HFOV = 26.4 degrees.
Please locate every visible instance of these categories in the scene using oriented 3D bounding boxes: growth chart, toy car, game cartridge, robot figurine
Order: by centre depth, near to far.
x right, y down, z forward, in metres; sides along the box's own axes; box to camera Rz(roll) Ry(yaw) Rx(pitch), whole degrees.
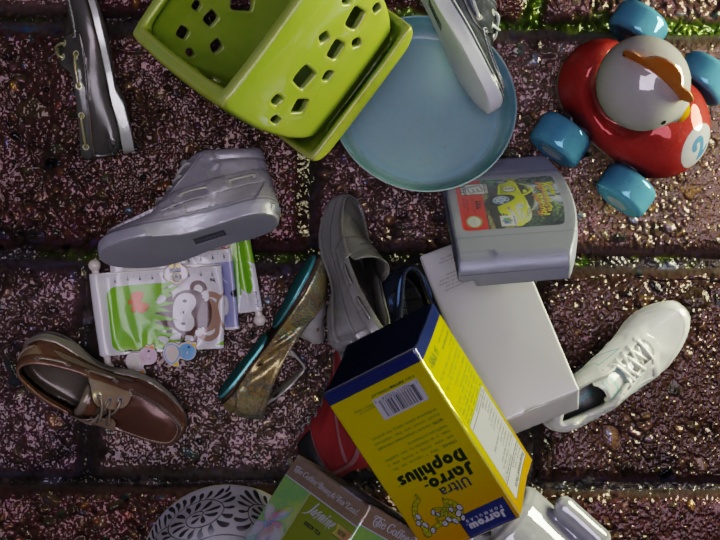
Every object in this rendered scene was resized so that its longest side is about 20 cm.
[{"bbox_3d":[0.296,-0.175,1.566,0.176,0.200,0.185,37,85,-4],"label":"toy car"},{"bbox_3d":[0.156,-0.057,1.592,0.132,0.201,0.041,-2,125,-3],"label":"game cartridge"},{"bbox_3d":[0.192,0.315,1.661,0.200,0.113,0.170,42,120,-4],"label":"robot figurine"},{"bbox_3d":[-0.201,0.031,1.679,0.198,0.018,0.146,-15,96,1],"label":"growth chart"}]

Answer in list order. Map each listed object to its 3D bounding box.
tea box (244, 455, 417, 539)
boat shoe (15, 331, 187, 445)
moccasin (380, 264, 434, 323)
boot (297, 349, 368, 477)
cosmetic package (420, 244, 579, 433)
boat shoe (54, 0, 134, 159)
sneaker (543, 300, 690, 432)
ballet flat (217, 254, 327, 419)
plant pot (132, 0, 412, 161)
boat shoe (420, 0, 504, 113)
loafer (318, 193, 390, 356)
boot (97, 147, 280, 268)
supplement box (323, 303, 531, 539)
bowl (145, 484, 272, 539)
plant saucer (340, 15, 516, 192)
[{"bbox_3d":[-0.020,0.332,1.593,0.200,0.133,0.198,35,83,-42],"label":"tea box"},{"bbox_3d":[-0.283,0.139,1.651,0.199,0.072,0.076,24,112,0],"label":"boat shoe"},{"bbox_3d":[0.058,0.091,1.597,0.080,0.068,0.201,-13,74,-24],"label":"moccasin"},{"bbox_3d":[-0.027,0.126,1.665,0.072,0.144,0.201,13,59,-38],"label":"boot"},{"bbox_3d":[0.146,0.066,1.617,0.107,0.085,0.201,-20,71,1],"label":"cosmetic package"},{"bbox_3d":[-0.291,-0.218,1.628,0.060,0.072,0.203,-14,99,-5],"label":"boat shoe"},{"bbox_3d":[0.282,0.111,1.663,0.200,0.080,0.071,-41,93,1],"label":"sneaker"},{"bbox_3d":[-0.078,0.077,1.662,0.070,0.071,0.201,34,97,-3],"label":"ballet flat"},{"bbox_3d":[-0.077,-0.239,1.555,0.200,0.199,0.181,-52,137,3],"label":"plant pot"},{"bbox_3d":[0.116,-0.261,1.616,0.067,0.072,0.201,-21,69,-8],"label":"boat shoe"},{"bbox_3d":[0.000,0.000,1.609,0.070,0.070,0.201,-28,51,29],"label":"loafer"},{"bbox_3d":[-0.188,-0.070,1.643,0.198,0.074,0.096,-13,63,-2],"label":"boot"},{"bbox_3d":[0.069,0.156,1.501,0.109,0.109,0.201,-28,103,22],"label":"supplement box"},{"bbox_3d":[-0.147,0.341,1.667,0.199,0.094,0.203,0,94,0],"label":"bowl"},{"bbox_3d":[0.066,-0.175,1.633,0.198,0.027,0.202,1,74,-3],"label":"plant saucer"}]
